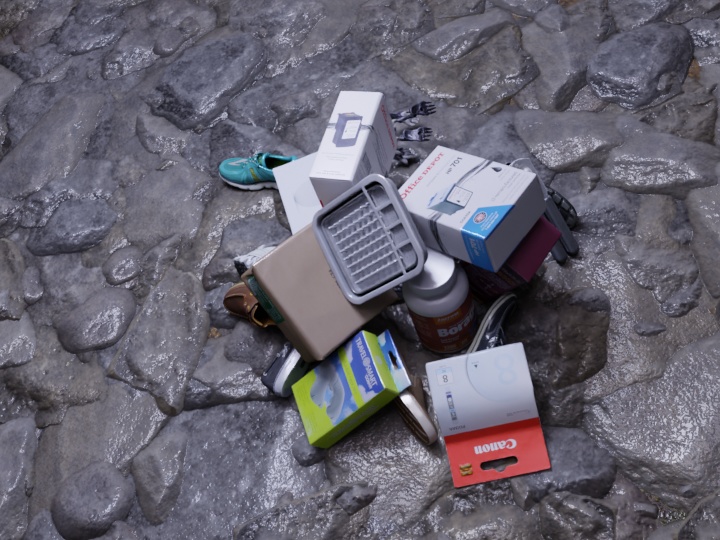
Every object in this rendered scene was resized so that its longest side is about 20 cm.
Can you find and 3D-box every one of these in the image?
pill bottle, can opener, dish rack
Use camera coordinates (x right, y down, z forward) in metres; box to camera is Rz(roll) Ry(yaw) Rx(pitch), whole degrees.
[{"bbox_3d":[0.132,0.048,1.475,0.112,0.200,0.113,-8,56,12],"label":"pill bottle"},{"bbox_3d":[0.318,-0.110,1.568,0.053,0.067,0.200,-32,99,-6],"label":"can opener"},{"bbox_3d":[0.019,-0.051,1.408,0.043,0.200,0.172,-24,86,-45],"label":"dish rack"}]

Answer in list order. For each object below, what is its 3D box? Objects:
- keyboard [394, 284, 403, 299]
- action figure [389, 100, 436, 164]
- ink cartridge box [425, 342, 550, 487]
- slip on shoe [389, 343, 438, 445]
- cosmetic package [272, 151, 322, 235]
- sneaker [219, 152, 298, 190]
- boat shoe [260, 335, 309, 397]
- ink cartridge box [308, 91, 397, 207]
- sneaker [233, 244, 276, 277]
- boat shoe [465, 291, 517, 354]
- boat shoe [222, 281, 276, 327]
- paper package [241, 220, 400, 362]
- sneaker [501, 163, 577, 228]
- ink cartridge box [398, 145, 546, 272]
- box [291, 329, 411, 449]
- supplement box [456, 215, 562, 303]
[{"bbox_3d":[0.000,0.000,1.603,0.199,0.040,0.104,0,70,-3],"label":"keyboard"},{"bbox_3d":[0.075,-0.272,1.764,0.200,0.102,0.119,-9,79,57],"label":"action figure"},{"bbox_3d":[0.202,0.229,1.393,0.160,0.047,0.201,-13,75,8],"label":"ink cartridge box"},{"bbox_3d":[0.081,0.202,1.474,0.060,0.076,0.200,-26,47,-16],"label":"slip on shoe"},{"bbox_3d":[-0.038,-0.128,1.688,0.199,0.123,0.200,-22,55,3],"label":"cosmetic package"},{"bbox_3d":[-0.204,-0.217,1.821,0.199,0.080,0.078,3,59,19],"label":"sneaker"},{"bbox_3d":[-0.112,0.132,1.579,0.066,0.070,0.200,21,73,27],"label":"boat shoe"},{"bbox_3d":[-0.008,-0.198,1.562,0.084,0.145,0.201,7,60,20],"label":"ink cartridge box"},{"bbox_3d":[-0.159,-0.009,1.654,0.081,0.075,0.200,-37,32,-27],"label":"sneaker"},{"bbox_3d":[0.222,0.129,1.478,0.062,0.075,0.200,23,71,22],"label":"boat shoe"},{"bbox_3d":[-0.184,0.065,1.608,0.200,0.072,0.068,2,38,38],"label":"boat shoe"},{"bbox_3d":[-0.070,0.030,1.507,0.190,0.103,0.200,-38,93,-24],"label":"paper package"},{"bbox_3d":[0.316,-0.146,1.625,0.200,0.076,0.079,32,33,14],"label":"sneaker"},{"bbox_3d":[0.167,-0.101,1.389,0.200,0.086,0.147,24,64,38],"label":"ink cartridge box"},{"bbox_3d":[-0.019,0.195,1.469,0.200,0.048,0.122,-40,51,22],"label":"box"},{"bbox_3d":[0.241,-0.026,1.487,0.086,0.200,0.110,39,72,-3],"label":"supplement box"}]
